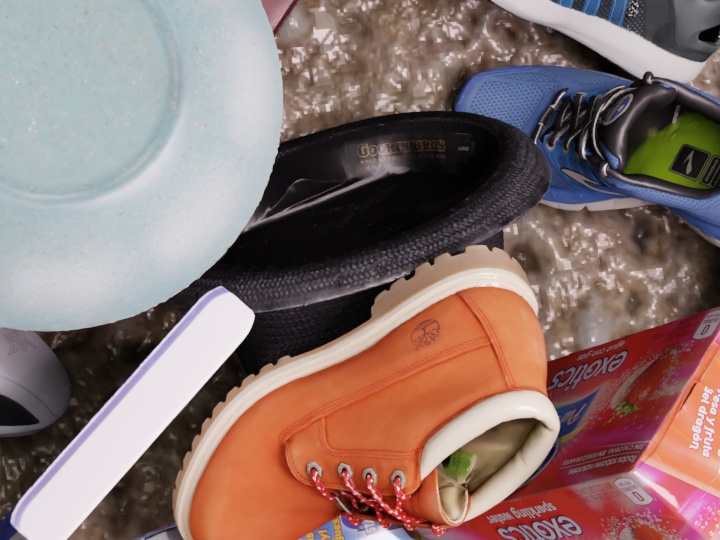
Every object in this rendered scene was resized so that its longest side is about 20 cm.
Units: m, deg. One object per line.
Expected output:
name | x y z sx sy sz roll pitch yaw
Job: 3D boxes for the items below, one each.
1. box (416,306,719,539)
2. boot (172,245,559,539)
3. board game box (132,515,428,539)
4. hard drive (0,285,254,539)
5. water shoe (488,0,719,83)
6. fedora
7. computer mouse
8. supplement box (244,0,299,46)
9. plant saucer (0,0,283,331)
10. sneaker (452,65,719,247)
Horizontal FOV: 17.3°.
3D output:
box | 0.122 0.096 1.045 0.100 0.200 0.096 42 64 -13
boot | 0.001 0.084 1.039 0.200 0.107 0.075 -38 132 18
board game box | -0.005 0.168 1.141 0.200 0.062 0.200 -6 82 -12
hard drive | -0.112 0.075 1.063 0.025 0.200 0.132 42 76 -2
water shoe | 0.109 -0.161 1.179 0.200 0.072 0.079 22 113 -38
fedora | 0.000 0.000 1.139 0.200 0.201 0.092 -22 116 -14
computer mouse | -0.232 0.033 1.108 0.200 0.044 0.110 6 37 -15
supplement box | -0.115 -0.115 1.094 0.133 0.197 0.200 34 77 -5
plant saucer | -0.127 -0.076 0.964 0.201 0.039 0.201 2 82 -12
sneaker | 0.131 -0.070 1.162 0.200 0.089 0.079 16 75 32
